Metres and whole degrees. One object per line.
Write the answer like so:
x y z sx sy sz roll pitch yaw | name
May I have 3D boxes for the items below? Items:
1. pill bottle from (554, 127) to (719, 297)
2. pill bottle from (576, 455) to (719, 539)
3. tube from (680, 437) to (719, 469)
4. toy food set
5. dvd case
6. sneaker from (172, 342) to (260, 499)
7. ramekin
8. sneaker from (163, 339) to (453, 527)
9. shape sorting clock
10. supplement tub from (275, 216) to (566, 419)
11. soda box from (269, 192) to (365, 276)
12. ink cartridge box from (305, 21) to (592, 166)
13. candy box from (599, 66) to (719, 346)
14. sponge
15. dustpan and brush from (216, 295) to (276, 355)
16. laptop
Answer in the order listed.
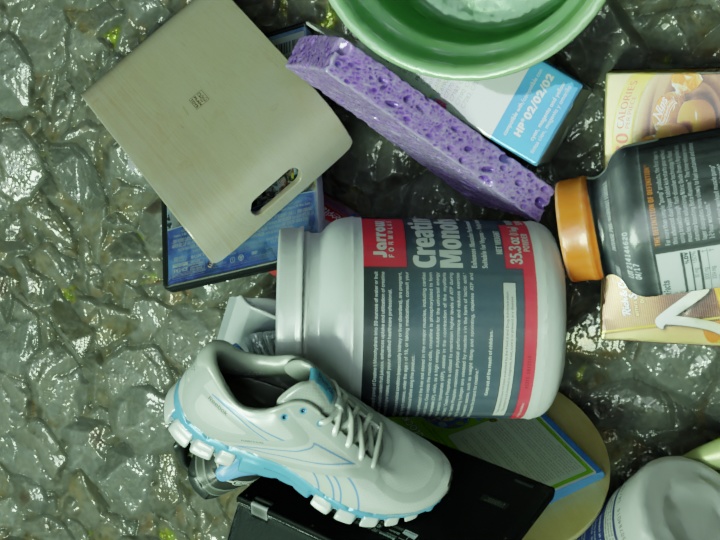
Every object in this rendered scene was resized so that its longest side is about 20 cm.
0.233 -0.041 0.796 0.197 0.106 0.108 -8 100 16 | pill bottle
0.205 0.237 0.901 0.111 0.111 0.201 39 136 7 | pill bottle
0.324 0.117 0.855 0.199 0.052 0.058 -27 112 38 | tube
-0.117 -0.120 0.932 0.143 0.061 0.200 -40 64 -4 | toy food set
-0.098 -0.092 0.950 0.140 0.018 0.203 -12 69 20 | dvd case
-0.103 0.113 0.885 0.082 0.200 0.071 -34 103 2 | sneaker
0.072 -0.222 0.716 0.197 0.098 0.204 5 106 17 | ramekin
-0.026 0.101 0.758 0.197 0.076 0.087 19 136 -10 | sneaker
0.091 0.144 0.900 0.197 0.201 0.040 17 126 14 | shape sorting clock
0.039 0.034 0.840 0.196 0.141 0.143 1 104 -3 | supplement tub
0.000 0.000 0.967 0.198 0.063 0.071 31 110 9 | soda box
0.069 -0.158 0.876 0.198 0.115 0.068 32 103 9 | ink cartridge box
0.239 -0.048 0.879 0.113 0.055 0.204 2 103 17 | candy box
0.041 -0.104 0.860 0.199 0.111 0.030 32 89 -23 | sponge
-0.020 0.083 0.984 0.196 0.058 0.140 4 148 -14 | dustpan and brush
0.007 0.217 0.811 0.185 0.199 0.118 17 125 30 | laptop
